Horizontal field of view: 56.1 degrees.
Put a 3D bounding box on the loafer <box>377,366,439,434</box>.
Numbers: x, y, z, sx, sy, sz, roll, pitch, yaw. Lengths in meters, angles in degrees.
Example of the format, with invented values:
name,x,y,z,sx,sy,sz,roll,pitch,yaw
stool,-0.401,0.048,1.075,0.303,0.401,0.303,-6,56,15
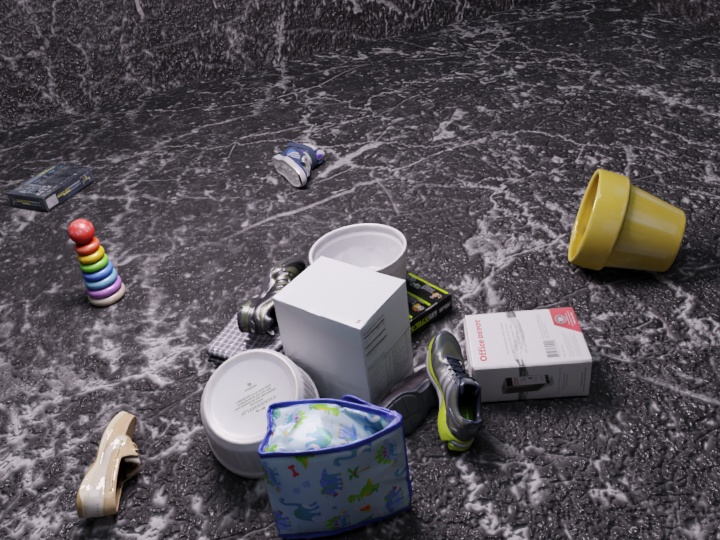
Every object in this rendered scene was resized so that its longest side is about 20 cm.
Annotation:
name,x,y,z,sx,sy,sz,roll,pitch,yaw
loafer,0.082,0.219,1.143,0.199,0.073,0.062,-28,18,-37

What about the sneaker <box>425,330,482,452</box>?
name,x,y,z,sx,sy,sz,roll,pitch,yaw
sneaker,0.161,0.184,1.097,0.073,0.081,0.203,5,54,-22

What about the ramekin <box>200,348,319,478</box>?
name,x,y,z,sx,sy,sz,roll,pitch,yaw
ramekin,-0.166,0.221,1.094,0.199,0.095,0.205,-5,55,7

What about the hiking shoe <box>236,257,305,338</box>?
name,x,y,z,sx,sy,sz,roll,pitch,yaw
hiking shoe,-0.144,0.055,1.278,0.099,0.076,0.201,16,48,22

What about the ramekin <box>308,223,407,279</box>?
name,x,y,z,sx,sy,sz,roll,pitch,yaw
ramekin,0.000,0.000,1.356,0.197,0.106,0.201,-7,32,4

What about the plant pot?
name,x,y,z,sx,sy,sz,roll,pitch,yaw
plant pot,0.547,-0.087,1.385,0.186,0.203,0.202,16,38,9

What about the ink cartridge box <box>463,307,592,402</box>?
name,x,y,z,sx,sy,sz,roll,pitch,yaw
ink cartridge box,0.285,0.146,1.179,0.196,0.084,0.148,-5,34,5

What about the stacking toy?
name,x,y,z,sx,sy,sz,roll,pitch,yaw
stacking toy,-0.594,-0.024,1.508,0.084,0.203,0.086,-5,33,3

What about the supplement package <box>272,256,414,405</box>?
name,x,y,z,sx,sy,sz,roll,pitch,yaw
supplement package,-0.025,0.113,1.186,0.189,0.203,0.147,17,41,31

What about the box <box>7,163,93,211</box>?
name,x,y,z,sx,sy,sz,roll,pitch,yaw
box,-0.941,-0.255,2.058,0.155,0.052,0.201,9,38,23

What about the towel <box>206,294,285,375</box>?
name,x,y,z,sx,sy,sz,roll,pitch,yaw
towel,-0.182,0.132,1.297,0.163,0.087,0.200,10,38,27

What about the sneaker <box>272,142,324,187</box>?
name,x,y,z,sx,sy,sz,roll,pitch,yaw
sneaker,-0.158,-0.317,1.957,0.145,0.082,0.200,-27,32,-19

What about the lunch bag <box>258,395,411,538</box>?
name,x,y,z,sx,sy,sz,roll,pitch,yaw
lunch bag,-0.030,0.276,0.962,0.196,0.172,0.128,-4,32,7

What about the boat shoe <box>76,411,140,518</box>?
name,x,y,z,sx,sy,sz,roll,pitch,yaw
boat shoe,-0.391,0.314,1.094,0.068,0.075,0.201,6,35,-1

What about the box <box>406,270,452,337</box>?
name,x,y,z,sx,sy,sz,roll,pitch,yaw
box,0.052,0.069,1.377,0.192,0.048,0.199,-29,38,-32
